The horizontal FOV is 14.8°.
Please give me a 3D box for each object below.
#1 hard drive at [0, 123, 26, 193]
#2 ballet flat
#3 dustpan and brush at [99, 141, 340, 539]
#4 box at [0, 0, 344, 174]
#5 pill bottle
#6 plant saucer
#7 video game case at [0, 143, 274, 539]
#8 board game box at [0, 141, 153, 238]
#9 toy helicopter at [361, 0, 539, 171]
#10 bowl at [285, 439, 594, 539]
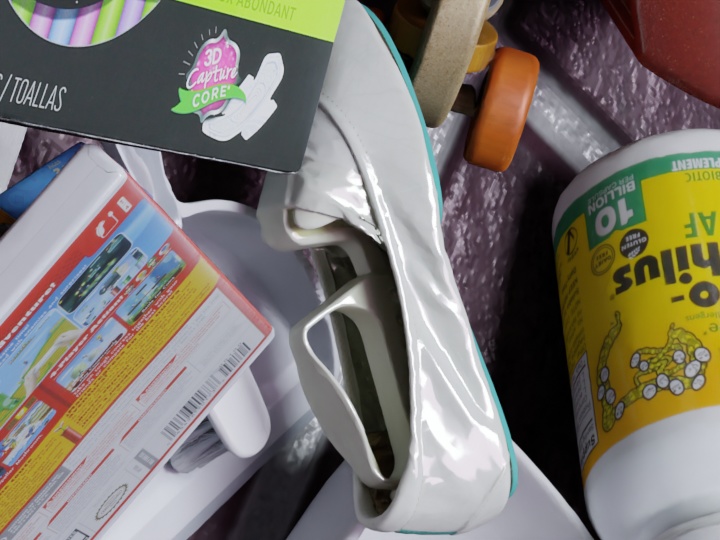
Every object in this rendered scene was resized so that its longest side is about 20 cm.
[{"bbox_3d":[-0.193,-0.056,0.863,0.200,0.038,0.140,32,70,-43],"label":"hard drive"},{"bbox_3d":[0.000,0.000,0.985,0.069,0.069,0.201,-15,88,-45],"label":"ballet flat"},{"bbox_3d":[-0.069,0.006,0.977,0.140,0.057,0.200,-43,121,-36],"label":"dustpan and brush"},{"bbox_3d":[-0.098,-0.119,0.778,0.200,0.124,0.149,7,99,-57],"label":"box"},{"bbox_3d":[0.140,0.053,1.107,0.113,0.113,0.201,34,40,-42],"label":"pill bottle"},{"bbox_3d":[0.103,-0.177,1.083,0.037,0.200,0.200,-10,110,0],"label":"plant saucer"},{"bbox_3d":[-0.098,0.046,0.857,0.143,0.017,0.200,-49,163,-4],"label":"video game case"},{"bbox_3d":[-0.154,0.064,0.848,0.200,0.037,0.151,-38,160,-39],"label":"board game box"},{"bbox_3d":[0.046,-0.146,1.059,0.132,0.079,0.200,108,-2,-53],"label":"toy helicopter"},{"bbox_3d":[0.015,0.173,1.064,0.200,0.074,0.200,54,56,-34],"label":"bowl"}]
